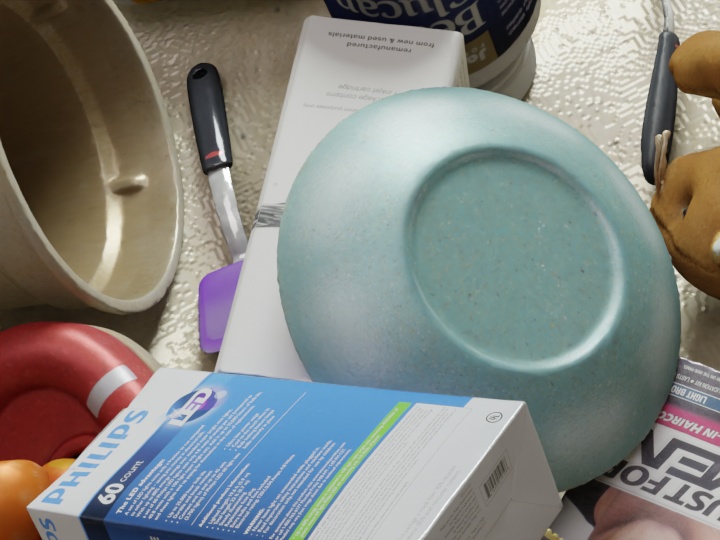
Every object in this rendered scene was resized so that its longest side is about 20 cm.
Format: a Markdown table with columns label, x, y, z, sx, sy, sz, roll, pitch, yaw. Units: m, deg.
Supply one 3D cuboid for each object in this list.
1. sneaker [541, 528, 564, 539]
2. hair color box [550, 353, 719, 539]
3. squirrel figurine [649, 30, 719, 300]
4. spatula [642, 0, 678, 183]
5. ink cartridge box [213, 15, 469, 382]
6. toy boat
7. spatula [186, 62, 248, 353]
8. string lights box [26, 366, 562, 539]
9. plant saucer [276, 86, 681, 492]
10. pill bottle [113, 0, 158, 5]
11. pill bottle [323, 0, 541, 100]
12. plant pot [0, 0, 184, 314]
| label | x | y | z | sx | sy | sz | roll | pitch | yaw |
| --- | --- | --- | --- | --- | --- | --- | --- | --- | --- |
| sneaker | 0.013 | 0.156 | 0.941 | 0.200 | 0.075 | 0.090 | -16 | 41 | 55 |
| hair color box | 0.134 | 0.143 | 0.963 | 0.100 | 0.061 | 0.200 | 20 | 69 | 27 |
| squirrel figurine | 0.236 | -0.060 | 1.010 | 0.200 | 0.142 | 0.187 | 24 | 76 | 31 |
| spatula | 0.159 | -0.136 | 1.127 | 0.020 | 0.057 | 0.201 | -6 | 62 | 19 |
| ink cartridge box | 0.000 | 0.000 | 1.036 | 0.083 | 0.147 | 0.201 | 7 | 63 | 11 |
| toy boat | -0.144 | 0.111 | 1.011 | 0.200 | 0.131 | 0.131 | 46 | 112 | 33 |
| spatula | -0.073 | -0.040 | 1.160 | 0.056 | 0.021 | 0.200 | -19 | 56 | 8 |
| string lights box | -0.030 | 0.098 | 0.876 | 0.200 | 0.059 | 0.103 | 3 | 37 | 38 |
| plant saucer | 0.063 | 0.000 | 0.946 | 0.200 | 0.039 | 0.202 | 8 | 65 | -18 |
| pill bottle | -0.101 | -0.211 | 1.220 | 0.199 | 0.104 | 0.105 | -8 | 58 | 13 |
| pill bottle | 0.032 | -0.159 | 1.090 | 0.111 | 0.200 | 0.111 | -8 | 59 | 13 |
| plant pot | -0.223 | -0.051 | 1.127 | 0.183 | 0.200 | 0.201 | -16 | 56 | 20 |
